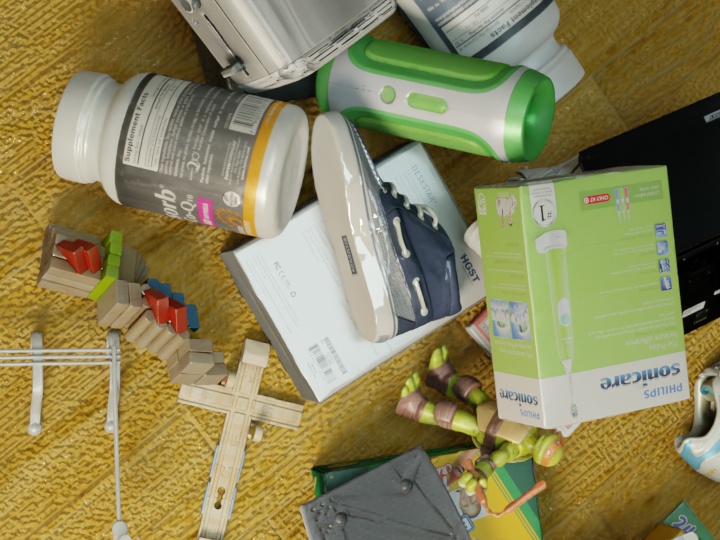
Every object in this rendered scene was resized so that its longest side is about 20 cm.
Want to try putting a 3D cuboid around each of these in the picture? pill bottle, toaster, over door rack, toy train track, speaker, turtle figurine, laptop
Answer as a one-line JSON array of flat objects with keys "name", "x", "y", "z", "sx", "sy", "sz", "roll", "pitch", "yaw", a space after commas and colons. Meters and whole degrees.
[{"name": "pill bottle", "x": -0.151, "y": -0.103, "z": 1.394, "sx": 0.198, "sy": 0.116, "sz": 0.117, "roll": 13, "pitch": 86, "yaw": 9}, {"name": "toaster", "x": -0.058, "y": -0.240, "z": 1.383, "sx": 0.200, "sy": 0.113, "sz": 0.130, "roll": -41, "pitch": 108, "yaw": -30}, {"name": "over door rack", "x": -0.274, "y": 0.152, "z": 1.398, "sx": 0.147, "sy": 0.067, "sz": 0.202, "roll": 0, "pitch": 69, "yaw": -15}, {"name": "toy train track", "x": -0.113, "y": 0.161, "z": 1.465, "sx": 0.114, "sy": 0.033, "sz": 0.202, "roll": 14, "pitch": 87, "yaw": -14}, {"name": "speaker", "x": 0.064, "y": -0.150, "z": 1.427, "sx": 0.199, "sy": 0.088, "sz": 0.089, "roll": 15, "pitch": 84, "yaw": 25}, {"name": "turtle figurine", "x": 0.124, "y": 0.129, "z": 1.467, "sx": 0.161, "sy": 0.065, "sz": 0.200, "roll": 28, "pitch": 56, "yaw": 23}, {"name": "pill bottle", "x": 0.109, "y": -0.232, "z": 1.486, "sx": 0.119, "sy": 0.120, "sz": 0.200, "roll": -39, "pitch": 99, "yaw": -12}, {"name": "laptop", "x": 0.285, "y": -0.034, "z": 1.531, "sx": 0.176, "sy": 0.201, "sz": 0.103, "roll": -23, "pitch": 52, "yaw": -23}]

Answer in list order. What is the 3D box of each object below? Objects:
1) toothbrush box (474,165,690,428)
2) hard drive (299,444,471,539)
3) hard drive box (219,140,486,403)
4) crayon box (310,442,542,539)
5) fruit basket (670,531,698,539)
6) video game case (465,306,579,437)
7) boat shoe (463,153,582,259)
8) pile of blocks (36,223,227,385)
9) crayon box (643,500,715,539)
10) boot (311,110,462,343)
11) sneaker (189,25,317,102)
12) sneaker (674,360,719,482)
[{"name": "toothbrush box", "x": 0.186, "y": 0.019, "z": 1.385, "sx": 0.145, "sy": 0.086, "sz": 0.202, "roll": -10, "pitch": 94, "yaw": -23}, {"name": "hard drive", "x": 0.036, "y": 0.268, "z": 1.437, "sx": 0.134, "sy": 0.042, "sz": 0.201, "roll": -25, "pitch": 95, "yaw": -14}, {"name": "hard drive box", "x": 0.000, "y": 0.000, "z": 1.475, "sx": 0.199, "sy": 0.077, "sz": 0.157, "roll": -31, "pitch": 97, "yaw": -13}, {"name": "crayon box", "x": 0.061, "y": 0.225, "z": 1.497, "sx": 0.198, "sy": 0.058, "sz": 0.120, "roll": -7, "pitch": 91, "yaw": -15}, {"name": "fruit basket", "x": 0.240, "y": 0.353, "z": 1.487, "sx": 0.199, "sy": 0.094, "sz": 0.186, "roll": -21, "pitch": 94, "yaw": 2}, {"name": "video game case", "x": 0.214, "y": 0.037, "z": 1.561, "sx": 0.200, "sy": 0.017, "sz": 0.143, "roll": -44, "pitch": 99, "yaw": -11}, {"name": "boat shoe", "x": 0.161, "y": -0.066, "z": 1.493, "sx": 0.065, "sy": 0.074, "sz": 0.200, "roll": 34, "pitch": 38, "yaw": 13}, {"name": "pile of blocks", "x": -0.185, "y": 0.019, "z": 1.417, "sx": 0.200, "sy": 0.062, "sz": 0.082, "roll": 38, "pitch": 51, "yaw": -11}, {"name": "crayon box", "x": 0.282, "y": 0.332, "z": 1.557, "sx": 0.200, "sy": 0.052, "sz": 0.126, "roll": -41, "pitch": 99, "yaw": -12}, {"name": "boot", "x": 0.023, "y": -0.045, "z": 1.414, "sx": 0.090, "sy": 0.073, "sz": 0.202, "roll": -17, "pitch": 100, "yaw": -22}, {"name": "sneaker", "x": -0.096, "y": -0.240, "z": 1.465, "sx": 0.106, "sy": 0.075, "sz": 0.202, "roll": -13, "pitch": 95, "yaw": -25}, {"name": "sneaker", "x": 0.372, "y": 0.105, "z": 1.572, "sx": 0.080, "sy": 0.076, "sz": 0.201, "roll": 29, "pitch": 80, "yaw": -10}]
